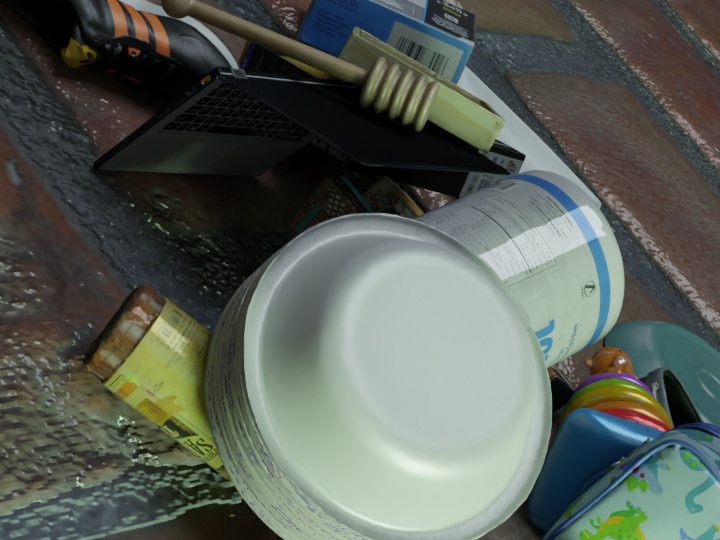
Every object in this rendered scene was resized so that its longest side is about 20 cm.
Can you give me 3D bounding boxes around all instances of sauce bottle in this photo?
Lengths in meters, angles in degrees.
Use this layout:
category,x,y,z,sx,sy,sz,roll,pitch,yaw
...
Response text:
category,x,y,z,sx,sy,sz,roll,pitch,yaw
sauce bottle,-0.070,0.091,1.078,0.200,0.066,0.066,38,26,-7

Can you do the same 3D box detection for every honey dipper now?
category,x,y,z,sx,sy,sz,roll,pitch,yaw
honey dipper,-0.044,-0.148,1.235,0.199,0.038,0.038,23,26,3

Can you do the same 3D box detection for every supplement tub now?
category,x,y,z,sx,sy,sz,roll,pitch,yaw
supplement tub,0.068,0.022,1.223,0.199,0.132,0.132,-24,66,-32

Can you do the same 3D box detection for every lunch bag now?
category,x,y,z,sx,sy,sz,roll,pitch,yaw
lunch bag,0.222,0.214,1.201,0.200,0.161,0.082,49,21,9

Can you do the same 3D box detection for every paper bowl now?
category,x,y,z,sx,sy,sz,roll,pitch,yaw
paper bowl,0.019,0.063,1.040,0.199,0.104,0.202,11,66,-25

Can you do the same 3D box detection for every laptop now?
category,x,y,z,sx,sy,sz,roll,pitch,yaw
laptop,-0.039,-0.071,1.251,0.187,0.199,0.117,-1,63,-56

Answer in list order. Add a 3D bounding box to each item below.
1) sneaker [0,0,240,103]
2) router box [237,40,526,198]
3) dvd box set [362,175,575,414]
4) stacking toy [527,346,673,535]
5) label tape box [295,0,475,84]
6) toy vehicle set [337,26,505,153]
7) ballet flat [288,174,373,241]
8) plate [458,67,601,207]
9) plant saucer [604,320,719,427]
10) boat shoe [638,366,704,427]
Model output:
category,x,y,z,sx,sy,sz,roll,pitch,yaw
sneaker,-0.180,-0.163,1.326,0.200,0.070,0.090,37,41,-12
router box,0.014,-0.117,1.472,0.199,0.053,0.157,11,17,-48
dvd box set,0.085,0.021,1.394,0.200,0.029,0.146,50,4,16
stacking toy,0.186,0.115,1.348,0.115,0.110,0.200,17,28,-5
label tape box,0.027,-0.225,1.635,0.143,0.064,0.200,23,19,-4
toy vehicle set,0.042,-0.137,1.353,0.124,0.027,0.200,30,8,-4
ballet flat,0.000,0.000,1.305,0.071,0.065,0.200,52,1,37
plate,0.122,-0.103,1.691,0.200,0.032,0.199,46,26,6
plant saucer,0.302,0.112,1.614,0.199,0.036,0.201,33,27,-20
boat shoe,0.261,0.160,1.389,0.073,0.062,0.201,12,38,-48
